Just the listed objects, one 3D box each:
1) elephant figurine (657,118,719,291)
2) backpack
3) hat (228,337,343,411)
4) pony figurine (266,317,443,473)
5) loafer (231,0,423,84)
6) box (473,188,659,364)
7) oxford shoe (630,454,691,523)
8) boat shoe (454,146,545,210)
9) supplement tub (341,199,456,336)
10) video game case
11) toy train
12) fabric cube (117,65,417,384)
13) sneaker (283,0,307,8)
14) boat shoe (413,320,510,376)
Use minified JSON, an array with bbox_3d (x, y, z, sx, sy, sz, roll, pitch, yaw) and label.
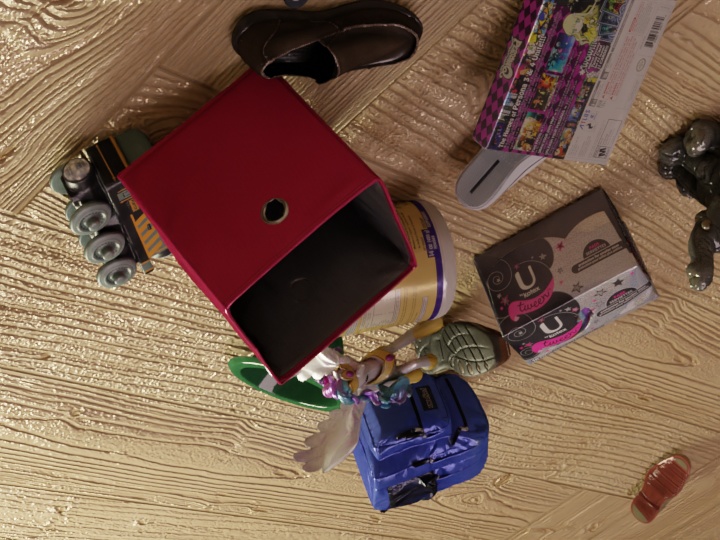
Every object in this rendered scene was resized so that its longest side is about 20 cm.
[{"bbox_3d":[0.464,-0.081,1.701,0.155,0.202,0.140,-40,144,28],"label":"elephant figurine"},{"bbox_3d":[0.094,0.244,2.013,0.197,0.164,0.169,-13,144,-11],"label":"backpack"},{"bbox_3d":[-0.058,0.078,1.812,0.197,0.178,0.166,11,160,23],"label":"hat"},{"bbox_3d":[-0.007,0.130,1.640,0.192,0.168,0.199,-33,170,40],"label":"pony figurine"},{"bbox_3d":[-0.027,-0.213,1.337,0.197,0.072,0.073,-8,147,-19],"label":"loafer"},{"bbox_3d":[0.269,0.011,1.789,0.198,0.134,0.115,-29,146,15],"label":"box"},{"bbox_3d":[0.600,0.416,2.681,0.074,0.070,0.201,-30,158,-40],"label":"oxford shoe"},{"bbox_3d":[0.186,-0.153,1.570,0.200,0.074,0.067,-42,176,19],"label":"boat shoe"},{"bbox_3d":[0.000,0.000,1.605,0.197,0.147,0.146,-10,147,-18],"label":"supplement tub"},{"bbox_3d":[0.229,-0.216,1.452,0.179,0.036,0.202,3,119,-34],"label":"video game case"},{"bbox_3d":[-0.250,-0.062,1.432,0.113,0.086,0.201,-27,149,-9],"label":"toy train"},{"bbox_3d":[-0.089,-0.048,1.373,0.196,0.200,0.201,-39,152,-7],"label":"fabric cube"},{"bbox_3d":[-0.029,-0.294,1.212,0.196,0.080,0.130,-7,150,-26],"label":"sneaker"},{"bbox_3d":[0.149,0.101,1.867,0.073,0.077,0.199,-12,-176,-28],"label":"boat shoe"}]
